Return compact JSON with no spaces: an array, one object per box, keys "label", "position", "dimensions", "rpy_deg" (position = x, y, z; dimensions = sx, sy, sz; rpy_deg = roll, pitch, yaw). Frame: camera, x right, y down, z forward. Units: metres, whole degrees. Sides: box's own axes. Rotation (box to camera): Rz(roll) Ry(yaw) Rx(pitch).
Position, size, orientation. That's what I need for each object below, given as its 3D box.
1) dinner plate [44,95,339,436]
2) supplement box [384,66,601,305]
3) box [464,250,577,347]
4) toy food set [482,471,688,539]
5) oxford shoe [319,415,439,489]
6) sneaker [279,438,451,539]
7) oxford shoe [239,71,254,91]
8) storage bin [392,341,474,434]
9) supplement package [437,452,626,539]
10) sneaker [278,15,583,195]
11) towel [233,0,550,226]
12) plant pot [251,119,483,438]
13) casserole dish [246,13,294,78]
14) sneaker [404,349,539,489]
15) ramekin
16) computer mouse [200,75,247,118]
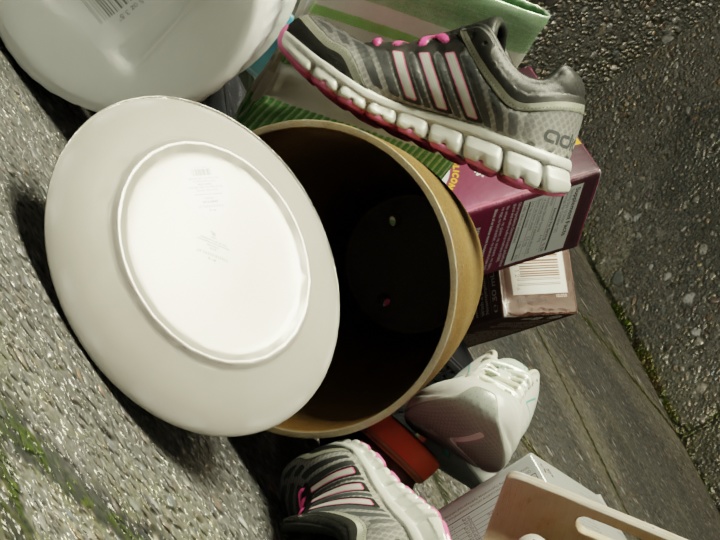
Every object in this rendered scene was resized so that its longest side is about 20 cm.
[{"label":"dinner plate","position":[-0.085,-0.007,1.463],"dimensions":[0.200,0.024,0.201],"rpy_deg":[20,57,-34]},{"label":"supplement box","position":[0.053,-0.056,1.851],"dimensions":[0.111,0.199,0.086],"rpy_deg":[58,-28,30]},{"label":"box","position":[0.076,0.004,2.032],"dimensions":[0.075,0.200,0.101],"rpy_deg":[-2,79,-31]},{"label":"toy food set","position":[0.116,0.226,1.485],"dimensions":[0.143,0.201,0.060],"rpy_deg":[21,-25,4]},{"label":"oxford shoe","position":[-0.008,0.124,1.684],"dimensions":[0.071,0.073,0.200],"rpy_deg":[43,-7,-4]},{"label":"sneaker","position":[-0.017,0.152,1.496],"dimensions":[0.200,0.087,0.074],"rpy_deg":[-149,-133,-63]},{"label":"oxford shoe","position":[-0.148,-0.184,1.909],"dimensions":[0.200,0.075,0.058],"rpy_deg":[53,1,21]},{"label":"storage bin","position":[-0.004,0.017,1.943],"dimensions":[0.135,0.094,0.200],"rpy_deg":[45,15,-55]},{"label":"supplement package","position":[0.116,0.246,1.637],"dimensions":[0.201,0.147,0.191],"rpy_deg":[61,10,20]},{"label":"sneaker","position":[0.049,-0.119,1.597],"dimensions":[0.199,0.088,0.074],"rpy_deg":[25,-1,13]},{"label":"towel","position":[0.007,-0.115,1.686],"dimensions":[0.152,0.200,0.023],"rpy_deg":[18,38,-20]},{"label":"plant pot","position":[0.000,0.000,1.638],"dimensions":[0.187,0.186,0.200],"rpy_deg":[59,18,7]},{"label":"casserole dish","position":[-0.087,-0.180,1.848],"dimensions":[0.200,0.039,0.121],"rpy_deg":[36,15,-46]},{"label":"sneaker","position":[0.074,0.083,1.638],"dimensions":[0.070,0.080,0.200],"rpy_deg":[33,-9,6]},{"label":"ramekin","position":[-0.138,-0.191,1.628],"dimensions":[0.201,0.200,0.098],"rpy_deg":[55,16,-13]},{"label":"computer mouse","position":[-0.131,-0.123,1.734],"dimensions":[0.201,0.138,0.053],"rpy_deg":[67,28,-26]}]
